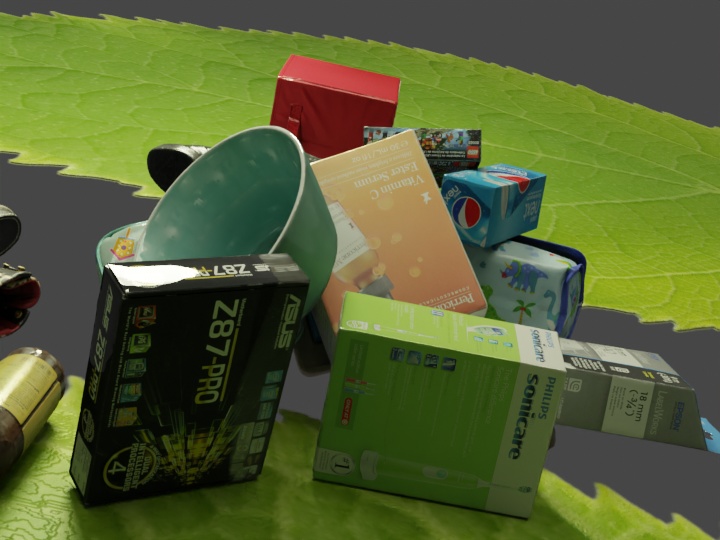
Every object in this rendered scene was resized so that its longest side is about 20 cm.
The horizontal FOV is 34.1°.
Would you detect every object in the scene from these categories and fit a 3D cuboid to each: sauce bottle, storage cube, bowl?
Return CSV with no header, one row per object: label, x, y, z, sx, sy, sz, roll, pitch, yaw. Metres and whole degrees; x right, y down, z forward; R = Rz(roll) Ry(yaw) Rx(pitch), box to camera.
sauce bottle,-0.295,0.128,0.935,0.063,0.066,0.200,12,20,2
storage cube,-0.043,-0.206,1.749,0.176,0.174,0.201,12,20,-2
bowl,-0.098,-0.016,1.046,0.105,0.201,0.201,44,-3,-38

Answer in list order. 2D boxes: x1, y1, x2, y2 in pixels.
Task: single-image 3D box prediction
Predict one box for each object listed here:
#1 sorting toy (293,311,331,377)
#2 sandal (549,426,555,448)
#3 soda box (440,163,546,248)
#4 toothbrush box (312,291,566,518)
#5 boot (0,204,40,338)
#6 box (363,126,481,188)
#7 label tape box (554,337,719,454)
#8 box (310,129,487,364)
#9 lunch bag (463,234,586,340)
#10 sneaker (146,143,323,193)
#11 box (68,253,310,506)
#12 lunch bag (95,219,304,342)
sorting toy,0.000,0.000,1.232,0.182,0.037,0.203,-13,65,-14
sandal,0.107,0.119,1.168,0.198,0.056,0.081,25,25,32
soda box,0.150,-0.076,1.327,0.063,0.069,0.199,16,14,22
toothbrush box,0.067,0.117,1.029,0.196,0.148,0.086,10,21,1
boot,-0.386,0.001,1.193,0.149,0.074,0.199,20,27,24
box,0.070,-0.133,1.409,0.134,0.038,0.200,2,-5,1
label tape box,0.283,0.125,1.195,0.196,0.065,0.144,10,9,-2
box,0.017,-0.010,1.157,0.150,0.107,0.203,-19,70,-10
lunch bag,0.174,0.021,1.372,0.167,0.130,0.200,15,4,15
sneaker,-0.126,-0.108,1.278,0.197,0.061,0.104,15,29,23
box,-0.137,0.086,0.928,0.159,0.203,0.049,-4,34,-35
lunch bag,-0.158,0.024,1.149,0.197,0.078,0.162,-15,62,-16
